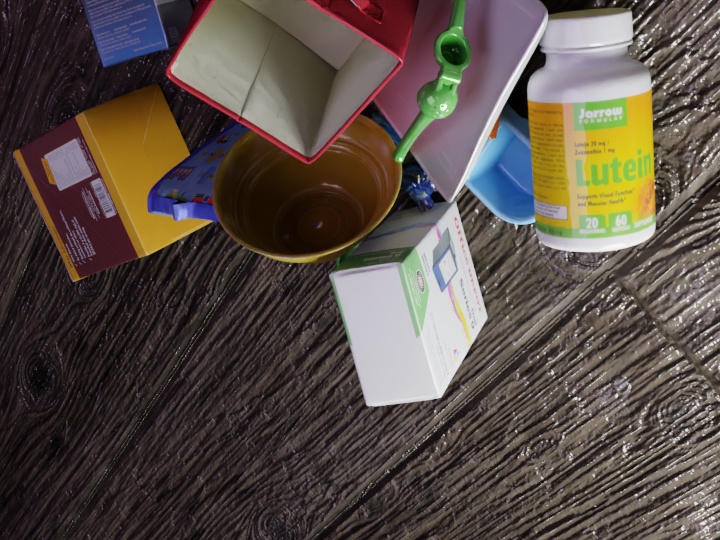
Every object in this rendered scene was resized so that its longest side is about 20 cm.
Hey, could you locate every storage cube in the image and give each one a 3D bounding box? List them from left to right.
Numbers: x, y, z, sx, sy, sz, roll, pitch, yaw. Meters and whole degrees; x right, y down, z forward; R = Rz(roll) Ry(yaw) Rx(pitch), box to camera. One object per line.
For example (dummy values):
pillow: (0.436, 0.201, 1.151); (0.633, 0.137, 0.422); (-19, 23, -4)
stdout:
storage cube: (-0.057, -0.249, 1.020); (0.169, 0.182, 0.200); (29, 141, -19)

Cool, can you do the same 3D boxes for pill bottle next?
pill bottle: (0.207, -0.128, 0.970); (0.110, 0.110, 0.204); (7, 111, 39)

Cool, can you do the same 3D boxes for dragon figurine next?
dragon figurine: (0.008, -0.135, 1.185); (0.201, 0.059, 0.099); (51, 125, 7)

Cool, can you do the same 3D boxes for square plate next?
square plate: (0.090, -0.202, 1.021); (0.202, 0.028, 0.199); (-63, 39, 31)

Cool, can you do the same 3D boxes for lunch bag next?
lunch bag: (-0.142, -0.105, 1.242); (0.149, 0.199, 0.096); (11, 120, 38)

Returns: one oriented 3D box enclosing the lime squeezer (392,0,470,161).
lime squeezer: (0.076, -0.184, 0.981); (0.037, 0.071, 0.203); (16, 110, -4)

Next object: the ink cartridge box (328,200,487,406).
ink cartridge box: (0.056, 0.029, 1.129); (0.086, 0.200, 0.148); (-10, 106, 23)

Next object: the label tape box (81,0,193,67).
label tape box: (-0.290, -0.368, 1.333); (0.143, 0.063, 0.203); (-2, 110, 42)

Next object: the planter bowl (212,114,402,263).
planter bowl: (-0.050, -0.070, 1.127); (0.199, 0.201, 0.084); (29, 153, 27)

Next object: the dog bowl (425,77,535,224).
dog bowl: (0.135, -0.129, 1.086); (0.200, 0.049, 0.112); (46, 135, 12)

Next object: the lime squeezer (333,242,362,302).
lime squeezer: (0.000, 0.000, 1.263); (0.038, 0.070, 0.203); (35, 133, 45)

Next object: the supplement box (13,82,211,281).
supplement box: (-0.334, -0.115, 1.462); (0.198, 0.132, 0.200); (-14, 103, 45)

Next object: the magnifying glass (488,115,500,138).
magnifying glass: (0.134, -0.227, 1.011); (0.079, 0.022, 0.204); (24, 112, 46)
